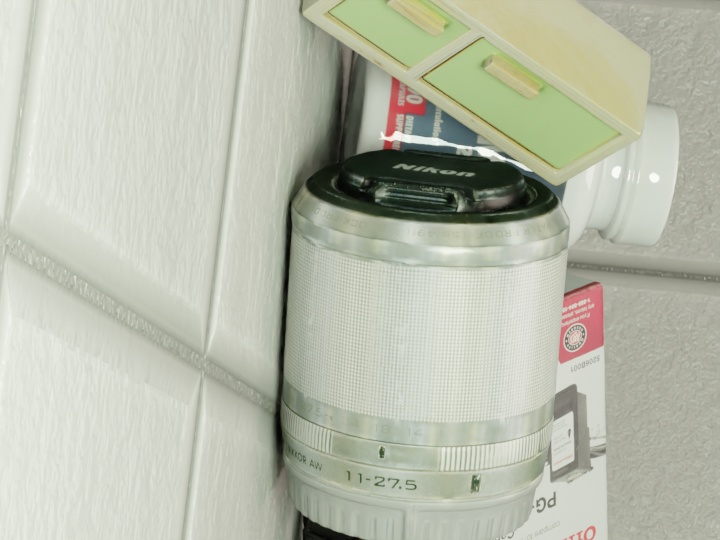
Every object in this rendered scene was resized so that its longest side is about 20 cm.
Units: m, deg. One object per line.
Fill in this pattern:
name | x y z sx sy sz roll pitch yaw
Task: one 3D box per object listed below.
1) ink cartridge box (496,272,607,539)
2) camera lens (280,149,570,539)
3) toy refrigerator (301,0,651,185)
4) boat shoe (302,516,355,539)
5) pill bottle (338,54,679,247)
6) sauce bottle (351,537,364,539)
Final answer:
ink cartridge box | 0.092 0.113 1.778 0.145 0.083 0.201 -20 114 -40
camera lens | 0.036 0.039 1.515 0.160 0.159 0.201 -60 155 -73
toy refrigerator | 0.068 -0.132 1.502 0.076 0.200 0.070 -29 -142 42
boat shoe | -0.003 0.184 1.665 0.063 0.073 0.202 -79 173 -55
pill bottle | 0.091 -0.074 1.640 0.120 0.199 0.120 -172 -90 -83
sauce bottle | -0.003 0.206 1.561 0.065 0.064 0.201 87 25 -50
